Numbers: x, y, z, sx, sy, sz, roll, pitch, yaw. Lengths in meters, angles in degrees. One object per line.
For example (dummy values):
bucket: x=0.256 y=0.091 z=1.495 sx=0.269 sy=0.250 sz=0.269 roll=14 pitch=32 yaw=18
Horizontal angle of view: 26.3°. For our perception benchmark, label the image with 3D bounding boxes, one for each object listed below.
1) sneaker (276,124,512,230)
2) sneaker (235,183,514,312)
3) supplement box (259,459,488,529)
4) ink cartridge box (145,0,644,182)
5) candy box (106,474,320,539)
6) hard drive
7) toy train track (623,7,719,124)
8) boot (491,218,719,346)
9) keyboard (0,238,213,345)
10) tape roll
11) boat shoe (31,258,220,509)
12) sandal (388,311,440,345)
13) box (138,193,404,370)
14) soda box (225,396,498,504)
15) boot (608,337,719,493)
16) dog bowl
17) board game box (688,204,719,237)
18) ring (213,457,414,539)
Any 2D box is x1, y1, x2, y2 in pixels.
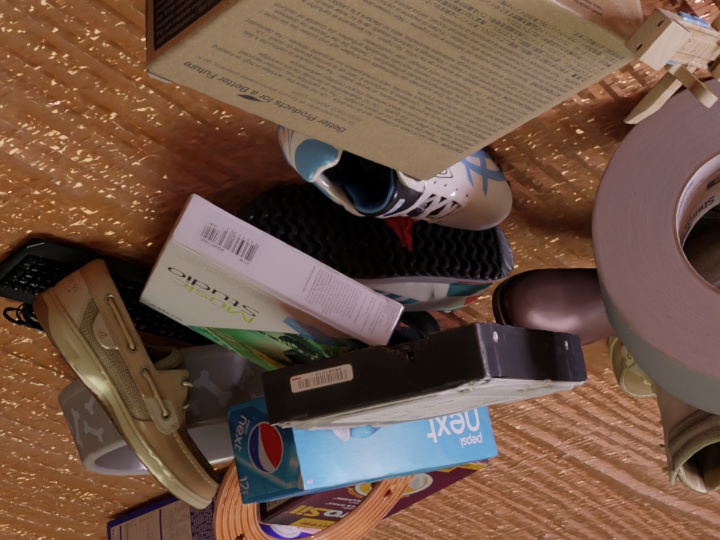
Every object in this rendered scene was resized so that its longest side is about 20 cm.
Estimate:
sneaker: x=0.023 y=-0.054 z=0.933 sx=0.072 sy=0.073 sz=0.200 roll=-27 pitch=149 yaw=33
sneaker: x=0.000 y=0.000 z=1.037 sx=0.199 sy=0.071 sz=0.093 roll=5 pitch=146 yaw=-27
supplement box: x=0.005 y=0.157 z=1.340 sx=0.110 sy=0.086 sz=0.200 roll=12 pitch=149 yaw=-32
ink cartridge box: x=0.017 y=-0.132 z=0.768 sx=0.199 sy=0.075 sz=0.164 roll=18 pitch=147 yaw=-42
candy box: x=-0.131 y=0.276 z=1.566 sx=0.200 sy=0.077 sz=0.169 roll=-26 pitch=148 yaw=37
hard drive: x=0.046 y=0.067 z=0.937 sx=0.139 sy=0.038 sz=0.200 roll=-14 pitch=171 yaw=22
toy train track: x=0.178 y=-0.110 z=0.795 sx=0.115 sy=0.033 sz=0.200 roll=-49 pitch=165 yaw=19
boot: x=0.209 y=-0.007 z=1.017 sx=0.186 sy=0.065 sz=0.200 roll=-5 pitch=162 yaw=-43
keyboard: x=-0.174 y=0.034 z=1.107 sx=0.199 sy=0.040 sz=0.104 roll=18 pitch=145 yaw=-38
tape roll: x=0.238 y=-0.016 z=0.910 sx=0.199 sy=0.201 sz=0.066 roll=-11 pitch=154 yaw=10
boat shoe: x=-0.147 y=0.083 z=1.070 sx=0.064 sy=0.071 sz=0.200 roll=-35 pitch=117 yaw=-5
sandal: x=0.031 y=0.042 z=1.147 sx=0.075 sy=0.048 sz=0.200 roll=28 pitch=-173 yaw=29
box: x=-0.064 y=0.021 z=0.987 sx=0.144 sy=0.036 sz=0.200 roll=28 pitch=165 yaw=-6
soda box: x=0.005 y=0.113 z=1.070 sx=0.064 sy=0.068 sz=0.199 roll=-20 pitch=168 yaw=42
boot: x=0.249 y=0.101 z=1.200 sx=0.072 sy=0.155 sz=0.200 roll=-2 pitch=154 yaw=-8
dog bowl: x=-0.135 y=0.113 z=1.212 sx=0.199 sy=0.059 sz=0.200 roll=-12 pitch=164 yaw=-3
board game box: x=0.293 y=-0.032 z=1.090 sx=0.199 sy=0.024 sz=0.105 roll=4 pitch=153 yaw=-19
ring: x=-0.029 y=0.150 z=1.168 sx=0.200 sy=0.019 sz=0.201 roll=-25 pitch=137 yaw=-26
